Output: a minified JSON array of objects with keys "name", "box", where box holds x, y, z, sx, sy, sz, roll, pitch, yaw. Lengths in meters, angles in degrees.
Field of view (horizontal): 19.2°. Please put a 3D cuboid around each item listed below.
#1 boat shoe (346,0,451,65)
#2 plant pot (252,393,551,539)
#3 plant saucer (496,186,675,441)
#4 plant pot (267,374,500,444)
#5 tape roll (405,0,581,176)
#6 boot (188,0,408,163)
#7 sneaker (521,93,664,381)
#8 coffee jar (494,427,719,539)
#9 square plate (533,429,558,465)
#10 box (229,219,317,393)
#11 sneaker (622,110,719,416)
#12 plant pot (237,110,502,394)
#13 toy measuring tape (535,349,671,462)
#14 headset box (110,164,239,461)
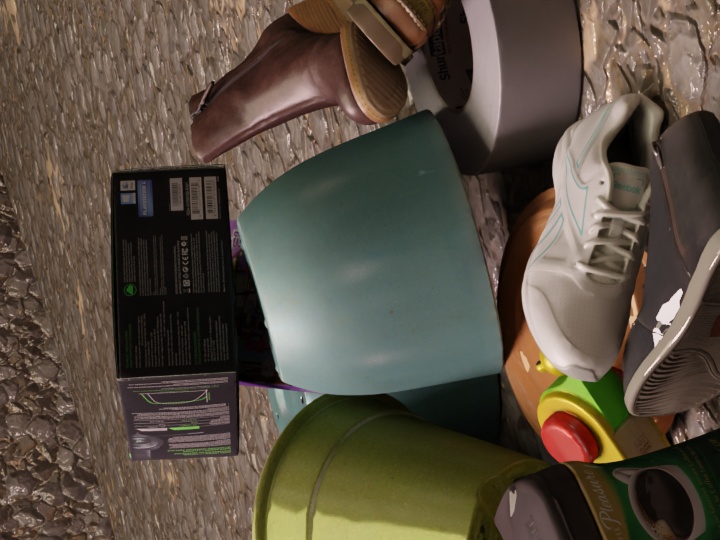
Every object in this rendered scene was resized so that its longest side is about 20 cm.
[{"name":"boat shoe","box":[0.034,-0.192,1.520,0.072,0.068,0.200,46,-172,-12]},{"name":"plant pot","box":[0.056,0.191,1.561,0.189,0.199,0.202,1,103,46]},{"name":"plant saucer","box":[0.153,0.040,1.482,0.200,0.032,0.202,20,113,57]},{"name":"plant pot","box":[0.009,0.087,1.829,0.200,0.160,0.202,169,90,-72]},{"name":"tape roll","box":[0.091,-0.173,1.563,0.200,0.066,0.202,168,90,-72]},{"name":"boot","box":[-0.052,-0.126,1.597,0.072,0.166,0.200,47,-165,-28]},{"name":"sneaker","box":[0.153,-0.027,1.365,0.080,0.070,0.202,133,151,-59]},{"name":"coffee jar","box":[0.183,0.152,1.249,0.086,0.198,0.105,106,149,-55]},{"name":"square plate","box":[0.162,0.092,1.569,0.198,0.028,0.201,122,134,-66]},{"name":"box","box":[-0.070,0.028,1.753,0.199,0.039,0.138,0,78,55]},{"name":"sneaker","box":[0.205,0.000,1.321,0.201,0.074,0.107,111,150,-47]},{"name":"plant pot","box":[0.000,0.000,1.570,0.201,0.160,0.202,164,90,-87]},{"name":"toy measuring tape","box":[0.172,0.127,1.407,0.201,0.073,0.074,56,167,-13]},{"name":"headset box","box":[-0.144,0.040,1.673,0.200,0.092,0.176,96,171,-67]}]
